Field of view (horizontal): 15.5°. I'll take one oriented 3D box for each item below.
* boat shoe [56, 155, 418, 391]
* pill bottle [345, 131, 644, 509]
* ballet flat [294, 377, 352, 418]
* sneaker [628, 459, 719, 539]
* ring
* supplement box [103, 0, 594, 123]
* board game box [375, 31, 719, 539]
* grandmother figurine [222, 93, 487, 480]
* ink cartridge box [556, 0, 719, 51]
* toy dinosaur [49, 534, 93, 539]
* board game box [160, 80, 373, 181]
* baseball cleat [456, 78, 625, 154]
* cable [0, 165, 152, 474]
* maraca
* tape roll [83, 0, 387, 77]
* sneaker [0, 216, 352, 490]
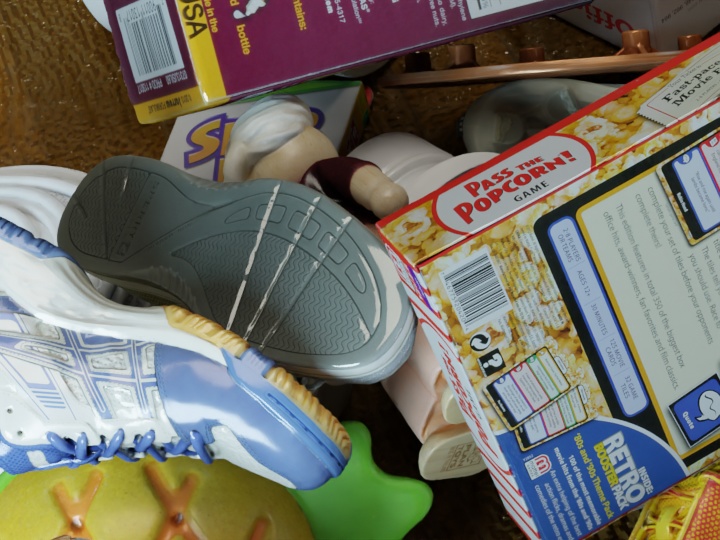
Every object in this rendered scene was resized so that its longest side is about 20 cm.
[{"bbox_3d":[-0.045,0.004,1.110,0.202,0.065,0.074,16,75,43],"label":"boat shoe"},{"bbox_3d":[0.069,0.015,1.191,0.111,0.111,0.200,-35,47,-23],"label":"pill bottle"},{"bbox_3d":[-0.071,0.049,1.165,0.200,0.070,0.069,-1,32,-37],"label":"ballet flat"},{"bbox_3d":[0.131,0.117,1.085,0.073,0.077,0.200,-6,29,50],"label":"sneaker"},{"bbox_3d":[0.108,-0.104,1.286,0.200,0.019,0.200,-5,3,0],"label":"ring"},{"bbox_3d":[-0.008,-0.137,1.231,0.200,0.086,0.110,-17,5,-21],"label":"supplement box"},{"bbox_3d":[0.126,0.001,1.043,0.200,0.152,0.046,-29,30,-7],"label":"board game box"},{"bbox_3d":[0.000,0.000,1.144,0.061,0.121,0.200,-5,47,-36],"label":"grandmother figurine"},{"bbox_3d":[0.119,-0.223,1.367,0.084,0.200,0.145,-39,49,-23],"label":"ink cartridge box"},{"bbox_3d":[-0.058,0.180,1.011,0.200,0.136,0.102,40,23,1],"label":"toy dinosaur"},{"bbox_3d":[-0.060,-0.036,1.340,0.095,0.030,0.200,2,42,16],"label":"board game box"},{"bbox_3d":[0.146,-0.063,1.287,0.200,0.070,0.106,11,4,-6],"label":"baseball cleat"},{"bbox_3d":[-0.190,0.030,1.246,0.200,0.069,0.200,-10,38,16],"label":"cable"},{"bbox_3d":[-0.067,0.125,1.103,0.200,0.137,0.107,-6,10,3],"label":"maraca"},{"bbox_3d":[-0.048,-0.211,1.393,0.139,0.203,0.203,11,48,25],"label":"tape roll"},{"bbox_3d":[-0.102,0.054,1.057,0.200,0.075,0.088,24,70,18],"label":"sneaker"}]
